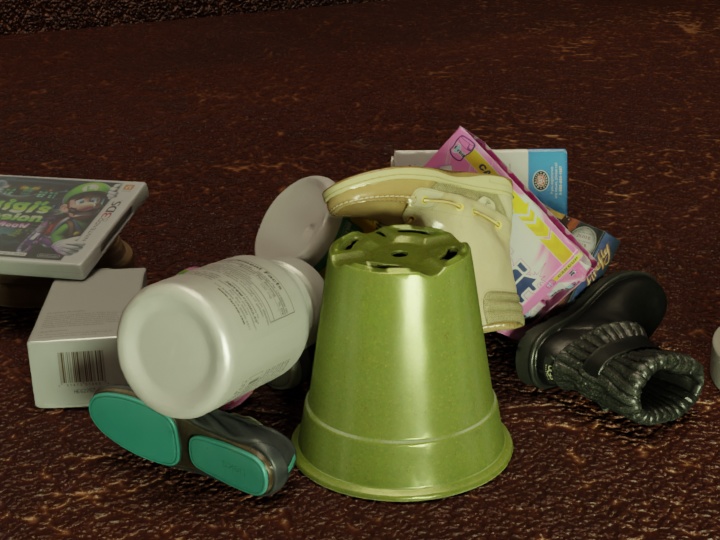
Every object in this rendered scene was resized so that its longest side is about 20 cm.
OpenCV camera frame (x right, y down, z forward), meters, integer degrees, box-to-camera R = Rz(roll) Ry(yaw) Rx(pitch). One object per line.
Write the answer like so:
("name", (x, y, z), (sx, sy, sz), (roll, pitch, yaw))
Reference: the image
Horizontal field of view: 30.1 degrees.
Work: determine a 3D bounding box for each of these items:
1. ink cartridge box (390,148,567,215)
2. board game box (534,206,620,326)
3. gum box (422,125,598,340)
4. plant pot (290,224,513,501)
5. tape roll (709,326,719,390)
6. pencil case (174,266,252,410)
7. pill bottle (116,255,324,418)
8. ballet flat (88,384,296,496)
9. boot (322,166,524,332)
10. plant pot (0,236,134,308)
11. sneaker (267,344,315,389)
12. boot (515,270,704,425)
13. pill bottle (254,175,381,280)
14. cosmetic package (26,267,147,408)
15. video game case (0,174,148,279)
("ink cartridge box", (0.136, -0.064, 1.545), (0.199, 0.147, 0.086), (0, 1, 4))
("board game box", (0.164, -0.007, 1.420), (0.035, 0.136, 0.200), (26, 1, -44))
("gum box", (0.134, -0.034, 1.354), (0.200, 0.114, 0.066), (50, 14, 27))
("plant pot", (0.035, 0.067, 1.162), (0.199, 0.191, 0.200), (-1, 20, 0))
("tape roll", (0.441, 0.091, 1.295), (0.202, 0.037, 0.203), (-1, 21, 1))
("pencil case", (-0.156, 0.066, 1.332), (0.087, 0.088, 0.200), (-7, 21, -14))
("pill bottle", (-0.109, 0.048, 1.157), (0.114, 0.115, 0.200), (9, 14, 25))
("ballet flat", (-0.140, 0.139, 1.154), (0.199, 0.073, 0.073), (17, 27, 26))
("boot", (0.063, -0.013, 1.251), (0.199, 0.156, 0.073), (1, -13, -30))
("plant pot", (-0.372, -0.034, 1.589), (0.200, 0.093, 0.201), (-2, 20, 1))
("sneaker", (-0.059, 0.056, 1.356), (0.106, 0.075, 0.200), (-7, 20, -17))
("boot", (0.269, 0.073, 1.282), (0.211, 0.080, 0.157), (-31, 27, -34))
("pill bottle", (0.000, 0.000, 1.338), (0.200, 0.113, 0.113), (35, -2, -35))
("cosmetic package", (-0.270, 0.064, 1.354), (0.101, 0.074, 0.200), (-3, 18, -2))
("video game case", (-0.361, -0.052, 1.491), (0.199, 0.023, 0.182), (4, 33, 15))
